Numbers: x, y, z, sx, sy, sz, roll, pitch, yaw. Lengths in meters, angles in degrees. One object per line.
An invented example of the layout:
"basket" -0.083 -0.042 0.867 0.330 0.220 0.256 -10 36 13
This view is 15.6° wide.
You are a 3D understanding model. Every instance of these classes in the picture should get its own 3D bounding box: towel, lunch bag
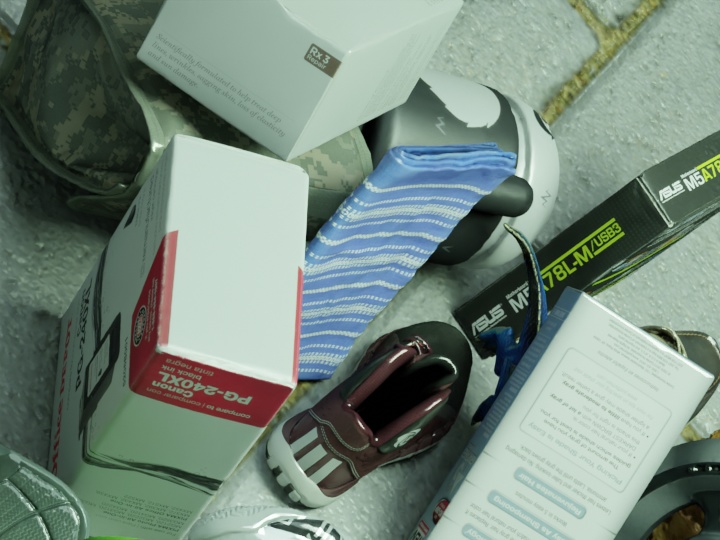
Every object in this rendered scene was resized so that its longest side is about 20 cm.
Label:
"towel" 0.000 0.000 1.567 0.024 0.200 0.145 48 24 19
"lunch bag" -0.103 -0.083 1.568 0.164 0.118 0.200 10 25 -36

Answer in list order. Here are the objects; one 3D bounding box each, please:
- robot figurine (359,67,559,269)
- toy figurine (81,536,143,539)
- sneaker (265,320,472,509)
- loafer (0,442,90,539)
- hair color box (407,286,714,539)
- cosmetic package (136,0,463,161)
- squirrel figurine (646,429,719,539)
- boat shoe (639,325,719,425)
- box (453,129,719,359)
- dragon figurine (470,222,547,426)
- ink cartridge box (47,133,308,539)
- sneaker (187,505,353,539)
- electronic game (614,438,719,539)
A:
"robot figurine" 0.035 -0.073 1.710 0.200 0.125 0.150 14 48 -30
"toy figurine" -0.144 0.248 1.315 0.150 0.200 0.184 21 61 -15
"sneaker" 0.036 0.072 1.627 0.076 0.115 0.200 51 42 0
"loafer" -0.236 0.097 1.427 0.200 0.063 0.072 41 74 -6
"hair color box" 0.118 0.121 1.607 0.099 0.200 0.061 32 -1 -7
"cosmetic package" -0.031 -0.141 1.529 0.113 0.081 0.200 36 25 11
"squirrel figurine" 0.260 0.206 1.745 0.200 0.142 0.187 36 53 4
"boat shoe" 0.193 0.077 1.794 0.200 0.073 0.075 -18 75 -46
"box" 0.186 -0.030 1.774 0.200 0.193 0.048 -27 84 -47
"dragon figurine" 0.107 0.078 1.666 0.059 0.200 0.099 6 19 -11
"ink cartridge box" -0.105 0.045 1.458 0.083 0.200 0.145 15 52 -19
"sneaker" -0.019 0.219 1.506 0.200 0.075 0.115 34 43 -23
"electronic game" 0.220 0.204 1.644 0.042 0.200 0.200 28 42 -58
